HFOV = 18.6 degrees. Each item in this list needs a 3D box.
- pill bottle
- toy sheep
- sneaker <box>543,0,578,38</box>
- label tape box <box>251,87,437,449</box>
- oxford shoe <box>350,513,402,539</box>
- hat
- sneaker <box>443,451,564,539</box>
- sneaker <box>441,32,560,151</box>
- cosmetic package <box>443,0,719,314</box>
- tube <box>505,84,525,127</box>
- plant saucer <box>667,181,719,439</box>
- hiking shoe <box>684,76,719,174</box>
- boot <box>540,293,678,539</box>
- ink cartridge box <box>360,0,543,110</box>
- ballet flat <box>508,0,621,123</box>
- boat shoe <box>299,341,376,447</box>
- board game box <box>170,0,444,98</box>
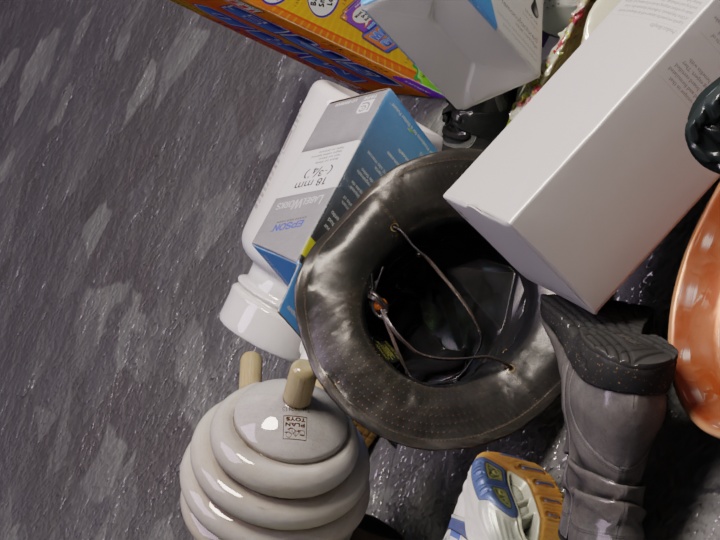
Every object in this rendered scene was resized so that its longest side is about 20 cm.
[{"bbox_3d":[-0.026,-0.033,1.672,0.200,0.114,0.114,-64,22,7],"label":"pill bottle"},{"bbox_3d":[-0.055,0.131,1.429,0.138,0.138,0.200,-95,10,-49],"label":"toy sheep"},{"bbox_3d":[0.167,-0.238,1.468,0.200,0.087,0.075,-51,29,37],"label":"sneaker"},{"bbox_3d":[0.000,0.000,1.473,0.063,0.144,0.200,-8,43,41],"label":"label tape box"},{"bbox_3d":[-0.039,0.187,1.555,0.200,0.071,0.071,30,101,66],"label":"oxford shoe"},{"bbox_3d":[0.059,0.028,1.398,0.081,0.200,0.201,85,-161,-71],"label":"hat"},{"bbox_3d":[0.087,0.194,1.273,0.200,0.075,0.088,-90,23,-62],"label":"sneaker"},{"bbox_3d":[0.080,-0.140,1.569,0.200,0.087,0.076,-67,22,0],"label":"sneaker"},{"bbox_3d":[0.155,-0.082,1.270,0.200,0.085,0.108,-48,22,-2],"label":"cosmetic package"},{"bbox_3d":[0.103,-0.050,1.487,0.058,0.052,0.200,15,76,23],"label":"tube"},{"bbox_3d":[0.235,-0.001,1.159,0.200,0.032,0.201,-48,30,39],"label":"plant saucer"},{"bbox_3d":[0.255,-0.108,1.114,0.200,0.074,0.087,-27,18,6],"label":"hiking shoe"},{"bbox_3d":[0.132,0.090,1.255,0.200,0.070,0.132,-78,-6,-78],"label":"boot"},{"bbox_3d":[0.066,-0.222,1.459,0.067,0.116,0.200,-22,43,30],"label":"ink cartridge box"},{"bbox_3d":[0.142,-0.123,1.422,0.064,0.076,0.200,23,-91,-79],"label":"ballet flat"},{"bbox_3d":[-0.008,0.053,1.604,0.069,0.071,0.200,-152,80,-71],"label":"boat shoe"},{"bbox_3d":[-0.014,-0.272,1.758,0.200,0.200,0.200,-67,22,-2],"label":"board game box"}]
